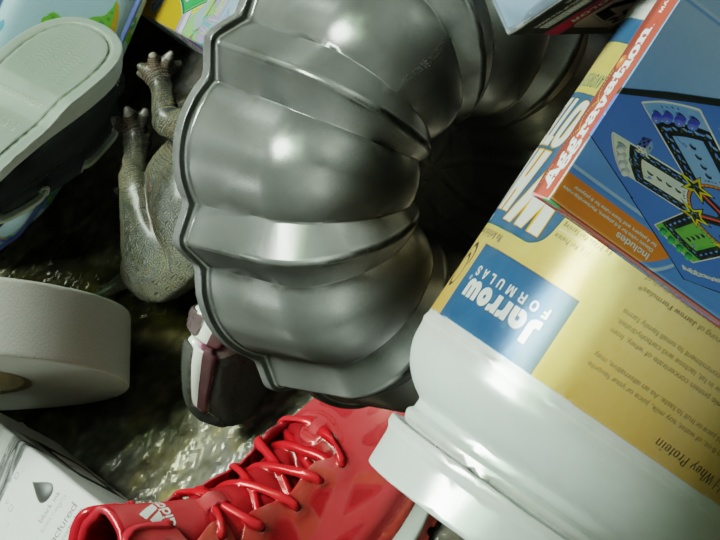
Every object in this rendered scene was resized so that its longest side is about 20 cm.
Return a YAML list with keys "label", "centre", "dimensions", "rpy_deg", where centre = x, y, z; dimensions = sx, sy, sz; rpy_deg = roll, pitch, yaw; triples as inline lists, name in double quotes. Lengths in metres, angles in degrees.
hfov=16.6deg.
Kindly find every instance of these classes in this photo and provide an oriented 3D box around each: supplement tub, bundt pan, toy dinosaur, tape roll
- label: "supplement tub"
  centre: [0.107, 0.017, 0.857]
  dimensions: [0.201, 0.144, 0.144]
  rpy_deg: [-56, 37, -1]
- label: "bundt pan"
  centre: [0.031, -0.037, 0.933]
  dimensions: [0.076, 0.201, 0.203]
  rpy_deg: [20, 78, 52]
- label: "toy dinosaur"
  centre: [-0.084, -0.034, 1.158]
  dimensions: [0.200, 0.077, 0.103]
  rpy_deg: [-38, 47, 27]
- label: "tape roll"
  centre: [-0.206, 0.035, 1.145]
  dimensions: [0.202, 0.202, 0.037]
  rpy_deg: [-9, 76, 44]

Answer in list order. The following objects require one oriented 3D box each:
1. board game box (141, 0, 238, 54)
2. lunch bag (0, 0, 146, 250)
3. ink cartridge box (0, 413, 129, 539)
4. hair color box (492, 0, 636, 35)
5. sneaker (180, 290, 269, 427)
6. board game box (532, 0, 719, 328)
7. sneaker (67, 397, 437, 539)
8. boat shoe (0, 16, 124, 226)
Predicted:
- label: "board game box"
  centre: [-0.017, -0.190, 1.237]
  dimensions: [0.201, 0.034, 0.134]
  rpy_deg: [-58, 37, -2]
- label: "lunch bag"
  centre: [-0.183, -0.108, 1.299]
  dimensions: [0.161, 0.082, 0.201]
  rpy_deg: [-20, 46, 66]
- label: "ink cartridge box"
  centre: [-0.166, 0.137, 1.134]
  dimensions: [0.200, 0.067, 0.116]
  rpy_deg: [27, 86, 52]
- label: "hair color box"
  centre: [0.126, -0.136, 0.909]
  dimensions: [0.099, 0.200, 0.061]
  rpy_deg: [-30, 80, 30]
- label: "sneaker"
  centre: [0.000, 0.000, 1.055]
  dimensions: [0.076, 0.115, 0.201]
  rpy_deg: [-40, -27, -61]
- label: "board game box"
  centre: [0.160, -0.012, 0.780]
  dimensions: [0.103, 0.199, 0.019]
  rpy_deg: [-56, 18, -2]
- label: "sneaker"
  centre: [-0.041, 0.095, 0.987]
  dimensions: [0.078, 0.115, 0.201]
  rpy_deg: [12, 72, 51]
- label: "boat shoe"
  centre: [-0.184, -0.043, 1.152]
  dimensions: [0.200, 0.061, 0.075]
  rpy_deg: [-35, 54, -30]
